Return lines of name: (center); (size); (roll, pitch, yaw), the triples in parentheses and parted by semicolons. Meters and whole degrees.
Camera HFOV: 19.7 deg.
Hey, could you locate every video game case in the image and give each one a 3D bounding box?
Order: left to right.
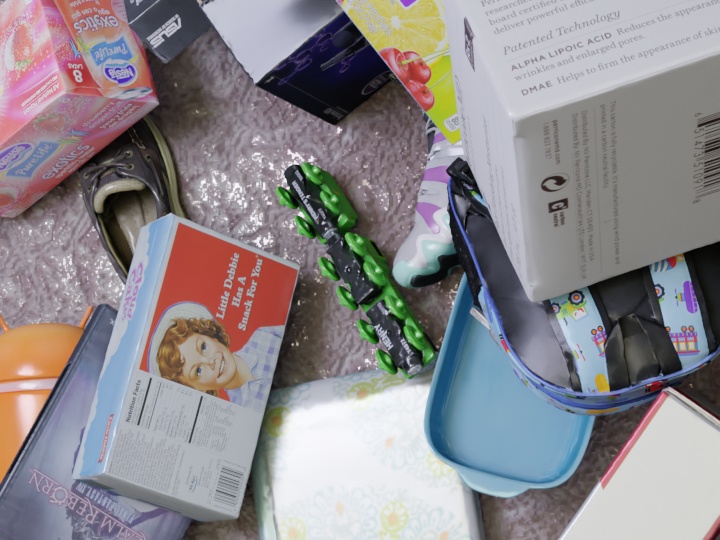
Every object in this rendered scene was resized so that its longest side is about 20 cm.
video game case: (-0.182, 0.147, 1.548); (0.142, 0.019, 0.201); (35, 67, -20)

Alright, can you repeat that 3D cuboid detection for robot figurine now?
robot figurine: (-0.237, 0.128, 1.597); (0.143, 0.116, 0.202); (-7, 83, 24)

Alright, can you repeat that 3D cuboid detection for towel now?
towel: (0.006, 0.177, 1.554); (0.170, 0.048, 0.202); (-11, 81, 12)

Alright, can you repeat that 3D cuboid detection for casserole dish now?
casserole dish: (0.118, 0.071, 1.510); (0.120, 0.039, 0.201); (13, 71, 10)

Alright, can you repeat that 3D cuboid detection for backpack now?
backpack: (0.165, 0.011, 1.420); (0.181, 0.135, 0.201); (-17, 58, -4)

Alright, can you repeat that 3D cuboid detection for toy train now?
toy train: (0.000, 0.000, 1.551); (0.042, 0.056, 0.201); (-41, 62, 18)

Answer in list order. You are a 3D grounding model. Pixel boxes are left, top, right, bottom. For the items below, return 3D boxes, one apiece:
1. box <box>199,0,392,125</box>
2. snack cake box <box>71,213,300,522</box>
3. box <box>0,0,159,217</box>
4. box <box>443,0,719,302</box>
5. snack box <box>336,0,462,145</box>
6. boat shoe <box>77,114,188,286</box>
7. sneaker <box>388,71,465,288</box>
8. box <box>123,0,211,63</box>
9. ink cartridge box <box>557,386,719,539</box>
box: (-0.014, -0.189, 1.515); (0.141, 0.200, 0.079); (-35, 78, 11)
snack cake box: (-0.128, 0.074, 1.540); (0.114, 0.067, 0.202); (21, 72, -24)
box: (-0.257, -0.129, 1.594); (0.199, 0.094, 0.103); (-31, 68, 39)
box: (0.168, -0.111, 1.297); (0.198, 0.200, 0.131); (-18, 55, -4)
snack box: (0.089, -0.209, 1.359); (0.199, 0.068, 0.169); (-35, 111, 16)
boat shoe: (-0.181, -0.062, 1.623); (0.073, 0.065, 0.201); (-31, 75, 13)
sneaker: (0.063, -0.095, 1.553); (0.140, 0.078, 0.200); (42, 87, 18)
box: (-0.109, -0.255, 1.565); (0.160, 0.200, 0.044); (-38, 118, 9)
ink cartridge box: (0.209, 0.161, 1.412); (0.083, 0.200, 0.146); (35, 95, 14)
